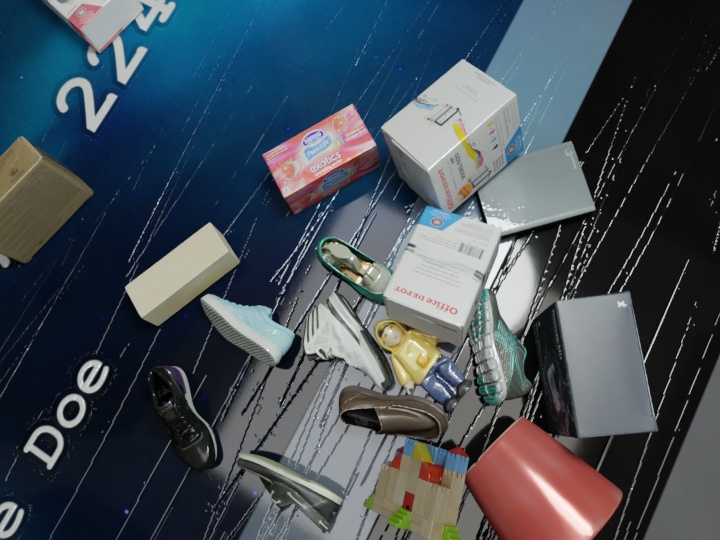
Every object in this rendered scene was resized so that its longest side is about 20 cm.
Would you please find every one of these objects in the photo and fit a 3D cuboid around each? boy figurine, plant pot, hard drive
[{"bbox_3d":[0.106,0.151,0.998,0.200,0.064,0.125,43,94,11],"label":"boy figurine"},{"bbox_3d":[0.268,0.343,0.881,0.200,0.201,0.177,-43,66,-5],"label":"plant pot"},{"bbox_3d":[0.318,-0.147,1.060,0.196,0.033,0.143,-15,76,2],"label":"hard drive"}]

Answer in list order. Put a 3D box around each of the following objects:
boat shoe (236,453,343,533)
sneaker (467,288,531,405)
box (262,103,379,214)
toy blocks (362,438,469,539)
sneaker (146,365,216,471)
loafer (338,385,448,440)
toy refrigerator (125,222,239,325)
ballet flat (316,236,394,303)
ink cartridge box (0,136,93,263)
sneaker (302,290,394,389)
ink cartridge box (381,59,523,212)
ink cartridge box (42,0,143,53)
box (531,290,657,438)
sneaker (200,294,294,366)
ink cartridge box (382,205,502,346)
[{"bbox_3d":[-0.130,0.372,0.967,0.197,0.072,0.069,25,76,9],"label":"boat shoe"},{"bbox_3d":[0.245,0.131,0.993,0.089,0.078,0.205,2,71,-19],"label":"sneaker"},{"bbox_3d":[-0.072,-0.211,1.084,0.197,0.095,0.104,-29,75,-1],"label":"box"},{"bbox_3d":[0.094,0.338,0.913,0.099,0.198,0.140,22,75,-31],"label":"toy blocks"},{"bbox_3d":[-0.326,0.264,1.004,0.075,0.088,0.202,-31,76,-2],"label":"sneaker"},{"bbox_3d":[0.050,0.256,0.966,0.195,0.071,0.075,7,117,15],"label":"loafer"},{"bbox_3d":[-0.333,0.009,1.076,0.199,0.070,0.076,-38,69,-4],"label":"toy refrigerator"},{"bbox_3d":[0.000,0.000,1.040,0.198,0.070,0.068,30,81,11],"label":"ballet flat"},{"bbox_3d":[-0.646,-0.130,1.090,0.075,0.165,0.201,39,83,15],"label":"ink cartridge box"},{"bbox_3d":[-0.030,0.148,1.018,0.115,0.076,0.202,-38,68,6],"label":"sneaker"},{"bbox_3d":[0.166,-0.233,1.018,0.199,0.148,0.145,-40,55,-3],"label":"ink cartridge box"},{"bbox_3d":[-0.599,-0.601,1.236,0.199,0.085,0.146,41,84,15],"label":"ink cartridge box"},{"bbox_3d":[0.358,0.155,0.900,0.115,0.200,0.201,-6,76,4],"label":"box"},{"bbox_3d":[-0.206,0.095,1.052,0.198,0.075,0.082,34,52,17],"label":"sneaker"},{"bbox_3d":[0.143,0.006,0.983,0.143,0.085,0.202,20,64,18],"label":"ink cartridge box"}]
